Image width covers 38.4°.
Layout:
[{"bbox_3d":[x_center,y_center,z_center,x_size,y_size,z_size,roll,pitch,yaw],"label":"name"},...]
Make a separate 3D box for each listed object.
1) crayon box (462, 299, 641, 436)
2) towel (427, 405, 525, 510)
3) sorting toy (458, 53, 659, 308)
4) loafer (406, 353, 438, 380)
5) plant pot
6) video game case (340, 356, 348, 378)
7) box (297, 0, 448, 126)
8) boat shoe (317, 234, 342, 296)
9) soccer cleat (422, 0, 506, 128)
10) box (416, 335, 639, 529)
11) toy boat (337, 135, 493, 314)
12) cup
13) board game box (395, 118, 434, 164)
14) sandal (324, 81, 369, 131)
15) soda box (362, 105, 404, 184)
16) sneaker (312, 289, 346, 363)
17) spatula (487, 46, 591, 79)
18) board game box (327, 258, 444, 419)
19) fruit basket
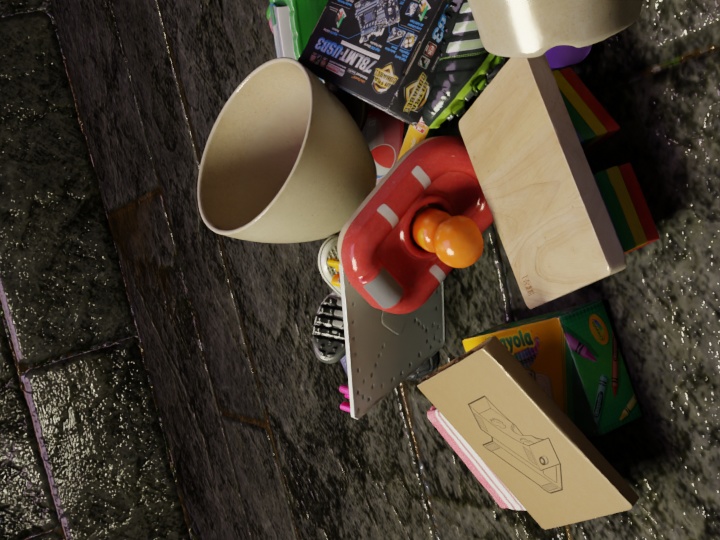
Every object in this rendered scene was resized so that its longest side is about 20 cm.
[{"bbox_3d":[0.191,0.108,1.065,0.200,0.058,0.120,-25,83,66],"label":"crayon box"},{"bbox_3d":[0.163,0.191,1.091,0.147,0.030,0.200,51,154,-8],"label":"towel"},{"bbox_3d":[0.179,-0.084,0.938,0.200,0.069,0.201,134,117,-76],"label":"sorting toy"},{"bbox_3d":[0.046,0.044,1.327,0.068,0.070,0.203,0,104,65],"label":"loafer"},{"bbox_3d":[0.141,-0.277,0.813,0.200,0.199,0.185,30,142,57],"label":"plant pot"},{"bbox_3d":[0.002,0.094,1.515,0.144,0.019,0.200,65,155,20],"label":"video game case"},{"bbox_3d":[0.037,-0.270,1.062,0.200,0.049,0.200,36,102,52],"label":"box"},{"bbox_3d":[0.000,0.000,1.216,0.062,0.199,0.075,16,89,31],"label":"boat shoe"},{"bbox_3d":[0.105,-0.227,0.963,0.081,0.067,0.201,38,116,9],"label":"soccer cleat"},{"bbox_3d":[0.156,0.163,1.005,0.200,0.021,0.163,48,153,1],"label":"box"},{"bbox_3d":[0.080,-0.042,1.059,0.131,0.200,0.130,45,171,-35],"label":"toy boat"},{"bbox_3d":[-0.065,-0.112,1.141,0.199,0.142,0.202,-26,54,41],"label":"cup"},{"bbox_3d":[0.070,-0.159,1.135,0.030,0.096,0.201,26,143,1],"label":"board game box"},{"bbox_3d":[-0.038,-0.180,1.226,0.082,0.054,0.201,54,142,35],"label":"sandal"},{"bbox_3d":[0.005,-0.124,1.312,0.063,0.069,0.202,46,144,42],"label":"soda box"},{"bbox_3d":[-0.012,0.047,1.378,0.091,0.066,0.202,84,-160,-56],"label":"sneaker"},{"bbox_3d":[0.158,-0.208,0.991,0.200,0.020,0.057,172,95,-68],"label":"spatula"},{"bbox_3d":[0.035,0.040,1.202,0.026,0.199,0.202,13,120,32],"label":"board game box"},{"bbox_3d":[-0.089,-0.322,1.373,0.200,0.093,0.187,-147,47,-60],"label":"fruit basket"}]
